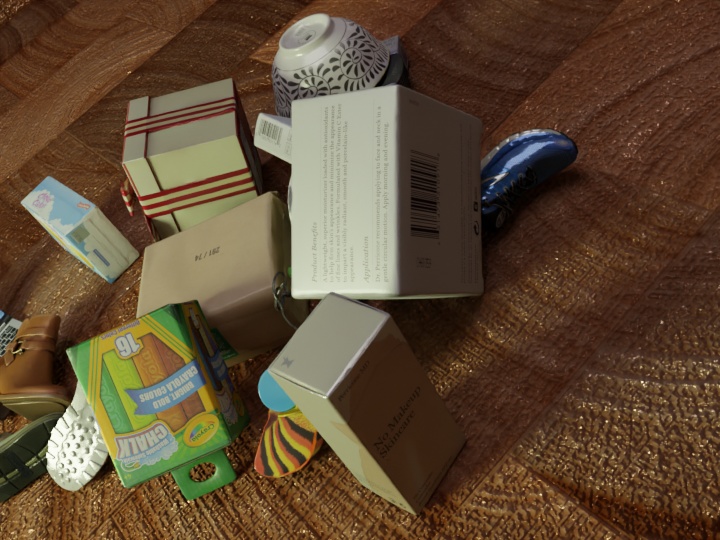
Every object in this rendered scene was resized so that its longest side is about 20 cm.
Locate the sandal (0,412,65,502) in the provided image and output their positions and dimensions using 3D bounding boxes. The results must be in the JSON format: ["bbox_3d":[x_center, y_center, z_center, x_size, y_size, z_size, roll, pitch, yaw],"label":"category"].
[{"bbox_3d":[-0.440,0.236,1.000,0.200,0.080,0.057,-25,24,1],"label":"sandal"}]

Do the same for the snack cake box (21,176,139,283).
[{"bbox_3d":[-0.450,-0.068,1.260,0.067,0.115,0.200,-48,42,-16],"label":"snack cake box"}]

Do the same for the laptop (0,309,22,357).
[{"bbox_3d":[-0.609,0.119,1.181,0.199,0.116,0.188,12,58,40],"label":"laptop"}]

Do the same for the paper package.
[{"bbox_3d":[-0.172,0.023,1.001,0.199,0.104,0.191,-22,42,12],"label":"paper package"}]

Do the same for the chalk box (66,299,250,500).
[{"bbox_3d":[-0.201,0.147,0.845,0.124,0.201,0.124,-25,-2,1],"label":"chalk box"}]

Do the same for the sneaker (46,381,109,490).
[{"bbox_3d":[-0.312,0.172,0.956,0.076,0.080,0.201,25,95,6],"label":"sneaker"}]

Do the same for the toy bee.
[{"bbox_3d":[-0.048,0.116,0.802,0.108,0.201,0.131,7,22,12],"label":"toy bee"}]

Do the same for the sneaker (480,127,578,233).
[{"bbox_3d":[0.165,-0.089,0.922,0.199,0.079,0.089,-30,47,17],"label":"sneaker"}]

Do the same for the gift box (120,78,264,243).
[{"bbox_3d":[-0.245,-0.140,1.153,0.186,0.201,0.185,-13,39,0],"label":"gift box"}]

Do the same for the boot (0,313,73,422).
[{"bbox_3d":[-0.448,0.130,1.094,0.199,0.074,0.155,-6,50,29],"label":"boot"}]

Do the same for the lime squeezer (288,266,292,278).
[{"bbox_3d":[0.000,0.000,0.944,0.199,0.071,0.038,-21,14,-32],"label":"lime squeezer"}]

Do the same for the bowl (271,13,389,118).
[{"bbox_3d":[-0.064,-0.326,1.202,0.200,0.094,0.201,-17,43,17],"label":"bowl"}]

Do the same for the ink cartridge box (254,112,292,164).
[{"bbox_3d":[-0.012,-0.152,1.009,0.160,0.199,0.048,31,114,47],"label":"ink cartridge box"}]

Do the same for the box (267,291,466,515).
[{"bbox_3d":[0.012,0.122,0.708,0.078,0.200,0.095,18,61,42],"label":"box"}]

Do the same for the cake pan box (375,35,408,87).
[{"bbox_3d":[-0.017,-0.267,1.223,0.199,0.052,0.185,-14,47,22],"label":"cake pan box"}]

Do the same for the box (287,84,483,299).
[{"bbox_3d":[0.033,-0.070,0.828,0.130,0.200,0.200,0,89,32],"label":"box"}]
